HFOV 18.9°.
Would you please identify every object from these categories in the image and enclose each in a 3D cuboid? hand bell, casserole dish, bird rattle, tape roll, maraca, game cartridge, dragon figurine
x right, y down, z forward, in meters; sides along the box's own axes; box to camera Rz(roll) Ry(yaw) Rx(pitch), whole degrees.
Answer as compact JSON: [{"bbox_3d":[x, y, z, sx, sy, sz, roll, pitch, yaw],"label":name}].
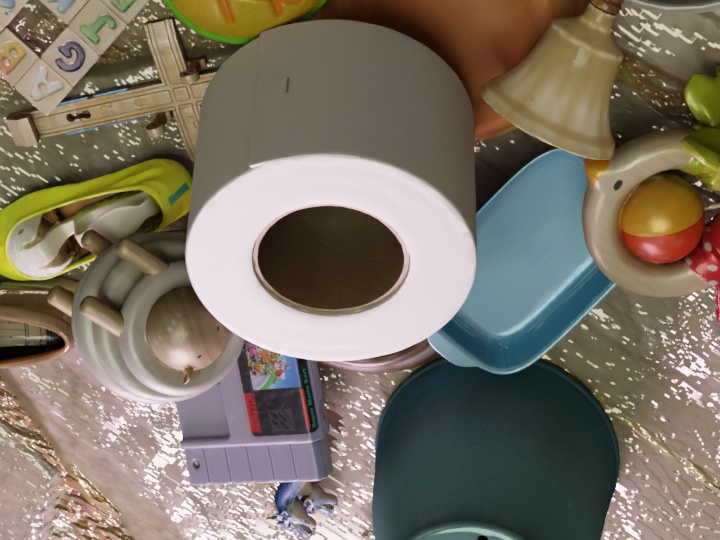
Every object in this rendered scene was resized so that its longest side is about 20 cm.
[{"bbox_3d":[0.168,-0.188,1.463,0.103,0.104,0.201,24,110,-4],"label":"hand bell"},{"bbox_3d":[0.126,-0.012,1.609,0.121,0.039,0.200,38,107,-19],"label":"casserole dish"},{"bbox_3d":[0.239,-0.042,1.555,0.161,0.113,0.201,-10,129,3],"label":"bird rattle"},{"bbox_3d":[-0.018,-0.054,1.508,0.200,0.140,0.204,1,135,1],"label":"tape roll"},{"bbox_3d":[-0.059,-0.248,1.491,0.137,0.107,0.200,39,99,-15],"label":"maraca"},{"bbox_3d":[-0.093,0.065,1.662,0.129,0.038,0.202,-5,100,36],"label":"game cartridge"},{"bbox_3d":[-0.082,0.130,1.736,0.200,0.059,0.099,41,118,-15],"label":"dragon figurine"}]

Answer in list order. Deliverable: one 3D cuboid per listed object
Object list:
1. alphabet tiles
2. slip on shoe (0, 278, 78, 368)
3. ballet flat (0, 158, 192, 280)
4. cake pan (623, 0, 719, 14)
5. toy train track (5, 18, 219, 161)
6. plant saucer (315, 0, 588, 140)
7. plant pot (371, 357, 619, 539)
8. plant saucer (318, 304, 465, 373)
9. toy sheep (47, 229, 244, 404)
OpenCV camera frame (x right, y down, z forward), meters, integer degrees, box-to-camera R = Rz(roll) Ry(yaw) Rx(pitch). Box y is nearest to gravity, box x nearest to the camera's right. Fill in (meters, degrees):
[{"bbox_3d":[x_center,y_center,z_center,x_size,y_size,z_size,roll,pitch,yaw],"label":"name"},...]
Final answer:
[{"bbox_3d":[-0.254,-0.235,1.578,0.200,0.008,0.167,41,113,-11],"label":"alphabet tiles"},{"bbox_3d":[-0.310,0.049,1.730,0.198,0.061,0.077,-1,120,11],"label":"slip on shoe"},{"bbox_3d":[-0.217,-0.032,1.659,0.198,0.067,0.067,-19,113,23],"label":"ballet flat"},{"bbox_3d":[0.217,-0.272,1.461,0.198,0.037,0.202,5,120,8],"label":"cake pan"},{"bbox_3d":[-0.176,-0.120,1.625,0.198,0.033,0.116,-10,117,17],"label":"toy train track"},{"bbox_3d":[0.063,-0.179,1.545,0.198,0.038,0.202,4,120,8],"label":"plant saucer"},{"bbox_3d":[0.095,0.197,1.666,0.198,0.188,0.202,5,121,8],"label":"plant pot"},{"bbox_3d":[0.000,0.000,1.663,0.198,0.032,0.202,4,119,8],"label":"plant saucer"},{"bbox_3d":[-0.153,0.033,1.590,0.137,0.200,0.139,-3,99,-21],"label":"toy sheep"}]
